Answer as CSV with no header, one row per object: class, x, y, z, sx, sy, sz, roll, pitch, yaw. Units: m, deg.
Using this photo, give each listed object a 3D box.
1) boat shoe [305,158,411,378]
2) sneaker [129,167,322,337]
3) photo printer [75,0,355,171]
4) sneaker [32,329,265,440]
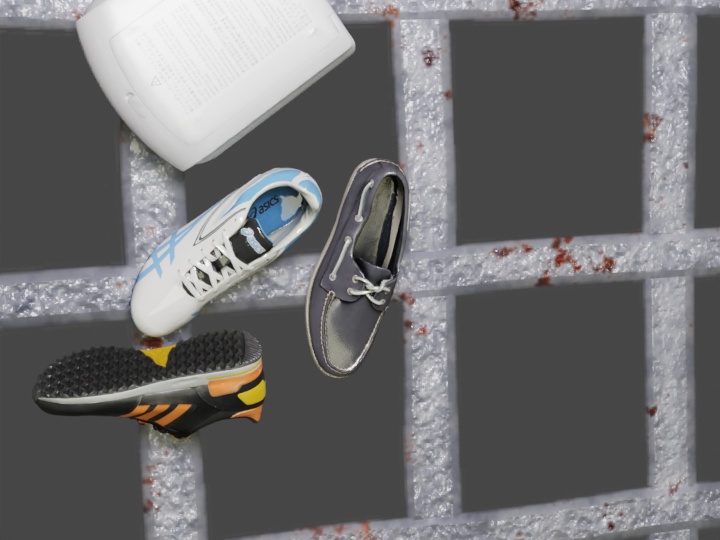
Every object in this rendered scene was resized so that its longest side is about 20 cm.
boat shoe,0.000,0.000,1.179,0.072,0.063,0.202,13,93,-16
sneaker,-0.117,-0.017,1.142,0.200,0.072,0.072,-41,106,-6
photo printer,-0.127,-0.195,1.120,0.199,0.069,0.167,-38,104,-8
sneaker,-0.177,0.114,1.142,0.198,0.070,0.091,-9,121,-5
